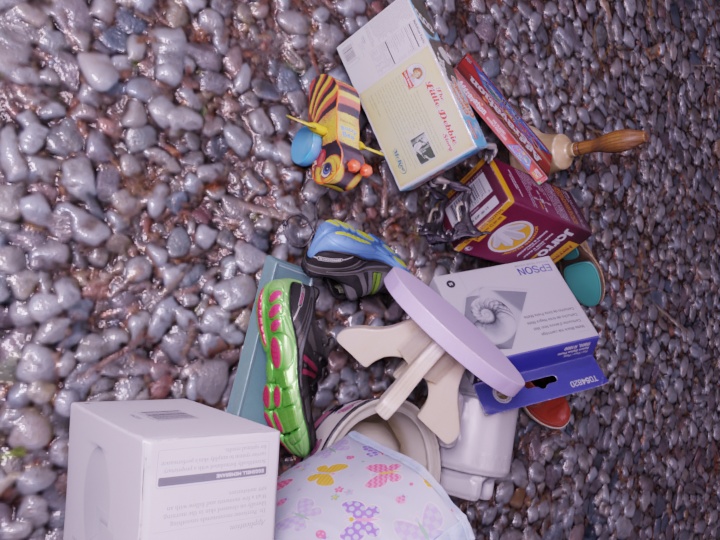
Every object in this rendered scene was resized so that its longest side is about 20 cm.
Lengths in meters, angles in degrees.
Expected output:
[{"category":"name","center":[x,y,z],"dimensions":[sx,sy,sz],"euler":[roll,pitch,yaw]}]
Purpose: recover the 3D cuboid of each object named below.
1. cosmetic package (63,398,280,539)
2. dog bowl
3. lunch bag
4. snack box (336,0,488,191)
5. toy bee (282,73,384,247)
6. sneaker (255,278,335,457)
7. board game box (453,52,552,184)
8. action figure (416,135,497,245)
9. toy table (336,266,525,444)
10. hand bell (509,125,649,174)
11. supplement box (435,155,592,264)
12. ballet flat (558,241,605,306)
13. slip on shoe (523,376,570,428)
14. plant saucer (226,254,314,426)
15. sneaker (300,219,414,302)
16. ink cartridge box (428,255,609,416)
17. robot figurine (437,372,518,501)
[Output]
[{"category":"cosmetic package","center":[-0.174,0.227,0.583],"dimensions":[0.123,0.199,0.201],"euler":[7,85,-37]},{"category":"dog bowl","center":[0.005,0.250,0.811],"dimensions":[0.200,0.074,0.201],"euler":[1,89,-38]},{"category":"lunch bag","center":[-0.014,0.257,0.627],"dimensions":[0.169,0.200,0.128],"euler":[-24,101,-27]},{"category":"snack box","center":[0.060,-0.211,0.798],"dimensions":[0.037,0.116,0.201],"euler":[-18,84,-54]},{"category":"toy bee","center":[-0.022,-0.135,0.773],"dimensions":[0.131,0.109,0.201],"euler":[-14,98,-40]},{"category":"sneaker","center":[-0.063,0.108,0.734],"dimensions":[0.084,0.077,0.201],"euler":[-5,94,-36]},{"category":"board game box","center":[0.204,-0.220,0.952],"dimensions":[0.200,0.019,0.103],"euler":[47,34,-10]},{"category":"action figure","center":[0.108,-0.136,0.865],"dimensions":[0.102,0.119,0.201],"euler":[-11,91,-41]},{"category":"toy table","center":[0.077,0.104,0.780],"dimensions":[0.117,0.200,0.184],"euler":[-48,165,13]},{"category":"hand bell","center":[0.338,-0.185,1.008],"dimensions":[0.104,0.200,0.105],"euler":[0,90,-39]},{"category":"supplement box","center":[0.222,-0.073,0.953],"dimensions":[0.200,0.110,0.086],"euler":[13,45,-38]},{"category":"ballet flat","center":[0.364,-0.029,1.116],"dimensions":[0.200,0.070,0.065],"euler":[57,43,-28]},{"category":"slip on shoe","center":[0.287,0.186,1.050],"dimensions":[0.200,0.061,0.074],"euler":[52,58,-28]},{"category":"plant saucer","center":[-0.100,0.087,0.763],"dimensions":[0.070,0.019,0.201],"euler":[22,75,-37]},{"category":"sneaker","center":[0.000,0.000,0.818],"dimensions":[0.083,0.071,0.199],"euler":[-49,142,14]},{"category":"ink cartridge box","center":[0.216,0.079,0.898],"dimensions":[0.199,0.041,0.200],"euler":[-10,56,-20]},{"category":"robot figurine","center":[0.155,0.207,0.908],"dimensions":[0.169,0.113,0.201],"euler":[23,74,-56]}]
